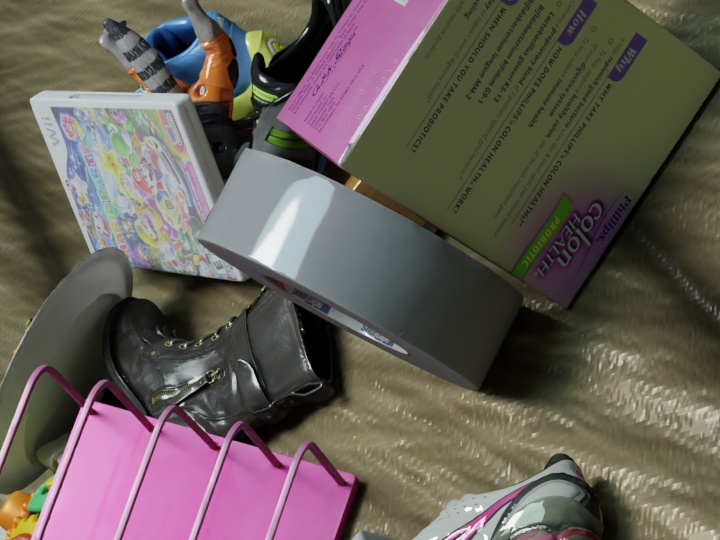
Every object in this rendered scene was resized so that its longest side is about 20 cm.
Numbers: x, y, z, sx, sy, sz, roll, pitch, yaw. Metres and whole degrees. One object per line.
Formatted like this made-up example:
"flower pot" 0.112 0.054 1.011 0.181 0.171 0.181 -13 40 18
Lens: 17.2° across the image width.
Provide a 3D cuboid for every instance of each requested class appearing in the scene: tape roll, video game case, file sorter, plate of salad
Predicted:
"tape roll" 0.000 0.000 1.476 0.200 0.200 0.066 20 80 57
"video game case" -0.164 -0.064 1.765 0.018 0.144 0.199 -33 24 -31
"file sorter" -0.126 0.154 1.505 0.199 0.125 0.140 14 73 17
"plate of salad" -0.230 0.071 1.762 0.048 0.200 0.201 26 84 14

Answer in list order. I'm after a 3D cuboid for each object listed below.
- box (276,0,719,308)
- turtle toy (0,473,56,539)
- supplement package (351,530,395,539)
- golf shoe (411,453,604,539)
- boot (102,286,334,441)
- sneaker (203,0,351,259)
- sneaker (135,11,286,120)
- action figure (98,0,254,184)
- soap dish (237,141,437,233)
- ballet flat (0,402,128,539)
"box" 0.085 -0.107 1.446 0.176 0.200 0.097 -57 33 4
"turtle toy" -0.196 0.224 1.635 0.145 0.101 0.201 -8 80 47
"supplement package" 0.004 0.257 1.305 0.200 0.121 0.120 -51 31 39
"golf shoe" 0.057 0.180 1.383 0.199 0.073 0.092 -30 36 23
"boot" -0.093 0.055 1.688 0.174 0.069 0.201 -43 47 23
"sneaker" -0.052 -0.101 1.574 0.200 0.083 0.071 -59 39 6
"sneaker" -0.151 -0.142 1.874 0.200 0.105 0.076 -35 34 29
"action figure" -0.141 -0.099 1.774 0.199 0.194 0.105 -21 4 30
"soap dish" 0.012 -0.096 1.630 0.200 0.081 0.157 -53 40 14
"ballet flat" -0.220 0.174 1.748 0.068 0.075 0.201 17 78 53
